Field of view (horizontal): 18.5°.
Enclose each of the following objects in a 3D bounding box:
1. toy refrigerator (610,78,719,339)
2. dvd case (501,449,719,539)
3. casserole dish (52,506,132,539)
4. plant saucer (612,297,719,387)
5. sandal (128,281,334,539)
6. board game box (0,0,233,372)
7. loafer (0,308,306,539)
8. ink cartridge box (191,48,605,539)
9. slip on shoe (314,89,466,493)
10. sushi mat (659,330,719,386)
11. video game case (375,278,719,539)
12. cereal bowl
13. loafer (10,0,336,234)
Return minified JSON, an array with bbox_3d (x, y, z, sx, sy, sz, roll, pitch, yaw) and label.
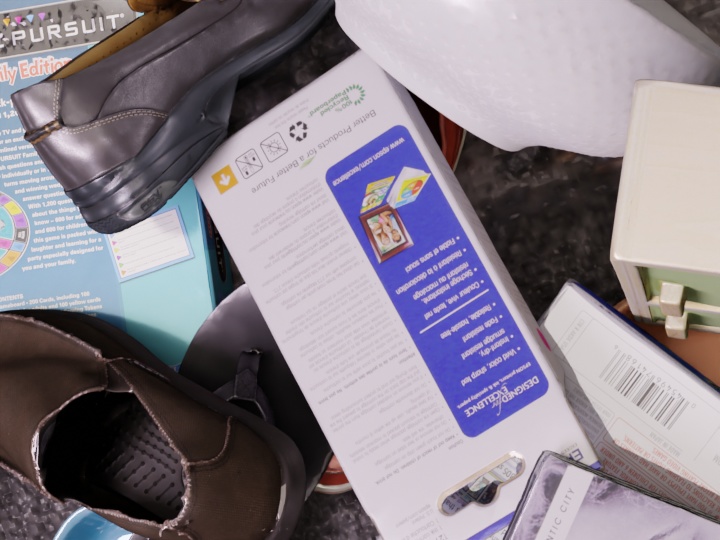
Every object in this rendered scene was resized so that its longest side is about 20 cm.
[{"bbox_3d":[0.139,-0.014,0.827,0.075,0.200,0.071,8,85,10],"label":"toy refrigerator"},{"bbox_3d":[0.132,0.173,0.863,0.199,0.016,0.150,22,99,-9],"label":"dvd case"},{"bbox_3d":[-0.095,0.195,1.000,0.120,0.039,0.202,14,93,9],"label":"casserole dish"},{"bbox_3d":[0.167,0.096,0.944,0.198,0.037,0.202,0,93,10],"label":"plant saucer"},{"bbox_3d":[-0.062,0.099,0.948,0.076,0.043,0.201,23,97,4],"label":"sandal"},{"bbox_3d":[-0.140,-0.031,1.001,0.150,0.047,0.202,-8,89,8],"label":"board game box"},{"bbox_3d":[-0.113,0.060,0.910,0.199,0.071,0.074,17,92,35],"label":"loafer"},{"bbox_3d":[0.014,0.017,0.897,0.094,0.037,0.201,-32,72,12],"label":"ink cartridge box"},{"bbox_3d":[0.000,0.000,0.972,0.074,0.061,0.201,16,94,7],"label":"slip on shoe"},{"bbox_3d":[0.147,0.051,0.971,0.199,0.012,0.096,-33,86,9],"label":"sushi mat"},{"bbox_3d":[0.113,0.135,0.913,0.200,0.045,0.182,37,96,7],"label":"video game case"},{"bbox_3d":[0.050,-0.110,0.895,0.200,0.200,0.083,39,103,7],"label":"cereal bowl"},{"bbox_3d":[-0.067,-0.108,0.935,0.072,0.073,0.200,48,56,-20],"label":"loafer"}]
